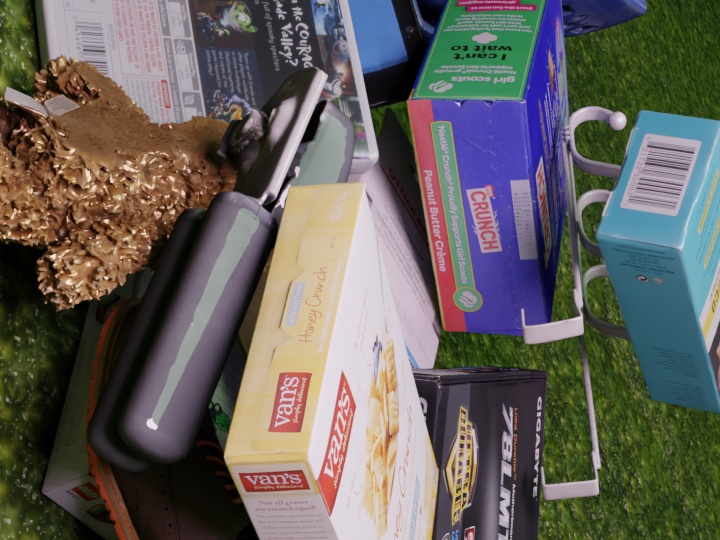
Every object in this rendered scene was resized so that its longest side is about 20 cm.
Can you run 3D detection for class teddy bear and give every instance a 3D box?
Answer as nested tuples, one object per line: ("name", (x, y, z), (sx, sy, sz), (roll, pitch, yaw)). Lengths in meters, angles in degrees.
("teddy bear", (-0.133, -0.041, 0.637), (0.199, 0.067, 0.145), (-4, 44, -52))

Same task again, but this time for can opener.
("can opener", (-0.048, -0.001, 0.605), (0.067, 0.053, 0.202), (35, 58, -26))

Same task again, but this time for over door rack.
("over door rack", (0.147, 0.019, 0.855), (0.201, 0.066, 0.149), (-71, 156, -45))

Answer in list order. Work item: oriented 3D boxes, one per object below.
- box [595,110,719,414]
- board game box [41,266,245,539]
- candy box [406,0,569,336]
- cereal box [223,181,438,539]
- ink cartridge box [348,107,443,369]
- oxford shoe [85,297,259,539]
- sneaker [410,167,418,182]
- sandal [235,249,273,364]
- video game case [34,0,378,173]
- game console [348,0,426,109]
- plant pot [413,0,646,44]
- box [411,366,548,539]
("box", (0.187, 0.002, 0.813), (0.083, 0.049, 0.200), (-66, 150, -22))
("board game box", (-0.070, 0.104, 0.713), (0.200, 0.034, 0.127), (48, 34, -36))
("candy box", (0.091, -0.084, 0.914), (0.201, 0.076, 0.171), (-72, 158, -53))
("cereal box", (-0.004, 0.083, 0.609), (0.202, 0.039, 0.145), (74, 19, -45))
("ink cartridge box", (0.000, 0.000, 0.888), (0.117, 0.067, 0.201), (59, 27, -27))
("oxford shoe", (-0.066, 0.100, 0.603), (0.071, 0.072, 0.203), (18, 53, -55))
("sneaker", (0.070, -0.042, 1.040), (0.072, 0.082, 0.201), (53, 30, -28))
("sandal", (-0.051, 0.007, 0.754), (0.201, 0.080, 0.054), (52, -24, 24))
("video game case", (-0.089, -0.149, 0.774), (0.179, 0.023, 0.203), (0, 67, -26))
("game console", (-0.063, -0.193, 0.853), (0.172, 0.117, 0.203), (7, 64, -62))
("plant pot", (0.111, -0.292, 1.195), (0.199, 0.178, 0.203), (5, 66, -61))
("box", (0.056, 0.158, 0.822), (0.198, 0.049, 0.203), (8, 86, -63))
